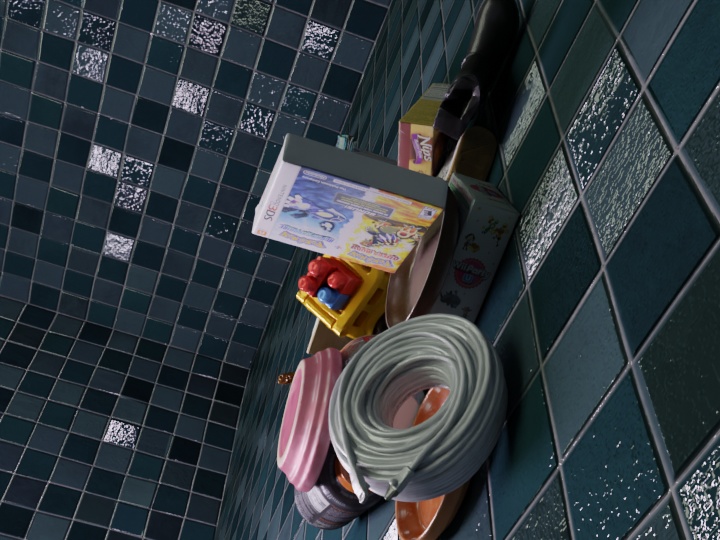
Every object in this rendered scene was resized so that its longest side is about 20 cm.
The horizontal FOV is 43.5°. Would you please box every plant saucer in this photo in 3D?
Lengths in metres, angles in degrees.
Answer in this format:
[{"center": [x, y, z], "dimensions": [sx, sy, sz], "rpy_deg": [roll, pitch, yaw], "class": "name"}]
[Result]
[{"center": [-0.074, 0.203, 1.252], "dimensions": [0.201, 0.051, 0.201], "rpy_deg": [-167, 90, -81], "class": "plant saucer"}, {"center": [0.090, 0.214, 1.026], "dimensions": [0.200, 0.032, 0.201], "rpy_deg": [-162, 90, -80], "class": "plant saucer"}, {"center": [0.079, -0.017, 1.128], "dimensions": [0.200, 0.032, 0.201], "rpy_deg": [-162, 90, -80], "class": "plant saucer"}]

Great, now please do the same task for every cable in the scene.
[{"center": [0.061, 0.141, 0.943], "dimensions": [0.200, 0.069, 0.200], "rpy_deg": [-36, 37, 1], "class": "cable"}]

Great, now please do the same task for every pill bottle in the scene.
[{"center": [0.026, 0.169, 1.218], "dimensions": [0.200, 0.116, 0.116], "rpy_deg": [-114, 43, -75], "class": "pill bottle"}, {"center": [-0.023, 0.300, 1.288], "dimensions": [0.200, 0.106, 0.106], "rpy_deg": [125, 161, -59], "class": "pill bottle"}]

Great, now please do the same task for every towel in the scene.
[{"center": [-0.046, -0.173, 1.613], "dimensions": [0.200, 0.022, 0.147], "rpy_deg": [-123, 50, -78], "class": "towel"}]

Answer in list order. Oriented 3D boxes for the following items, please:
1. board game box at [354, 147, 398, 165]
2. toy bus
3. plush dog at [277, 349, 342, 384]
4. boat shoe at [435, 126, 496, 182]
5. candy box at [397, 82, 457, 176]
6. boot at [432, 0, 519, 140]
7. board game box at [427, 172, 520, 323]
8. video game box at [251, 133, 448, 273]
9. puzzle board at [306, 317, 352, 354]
[{"center": [0.030, -0.136, 1.633], "dimensions": [0.200, 0.153, 0.040], "rpy_deg": [-82, 13, -49], "class": "board game box"}, {"center": [0.000, 0.000, 1.309], "dimensions": [0.200, 0.136, 0.192], "rpy_deg": [-55, -30, 10], "class": "toy bus"}, {"center": [-0.047, 0.236, 1.458], "dimensions": [0.200, 0.160, 0.172], "rpy_deg": [-115, 20, -68], "class": "plush dog"}, {"center": [0.131, -0.103, 1.266], "dimensions": [0.200, 0.071, 0.069], "rpy_deg": [-64, 8, -6], "class": "boat shoe"}, {"center": [0.106, -0.195, 1.345], "dimensions": [0.200, 0.056, 0.117], "rpy_deg": [-53, -31, -57], "class": "candy box"}, {"center": [0.162, -0.291, 1.260], "dimensions": [0.200, 0.065, 0.165], "rpy_deg": [-51, -24, -56], "class": "boot"}, {"center": [0.122, -0.009, 1.149], "dimensions": [0.148, 0.064, 0.200], "rpy_deg": [-103, 31, -70], "class": "board game box"}, {"center": [-0.019, -0.076, 1.104], "dimensions": [0.182, 0.199, 0.047], "rpy_deg": [126, 157, -61], "class": "video game box"}, {"center": [-0.025, 0.064, 1.690], "dimensions": [0.017, 0.151, 0.201], "rpy_deg": [22, 96, 36], "class": "puzzle board"}]
